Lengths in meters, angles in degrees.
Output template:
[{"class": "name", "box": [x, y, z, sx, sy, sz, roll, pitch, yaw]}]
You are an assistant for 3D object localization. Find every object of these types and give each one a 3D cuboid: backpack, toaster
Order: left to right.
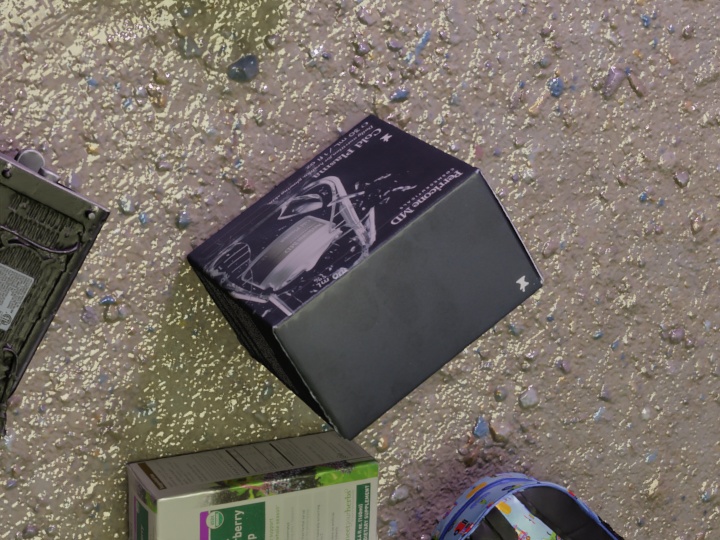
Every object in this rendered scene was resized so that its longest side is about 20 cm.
[{"class": "toaster", "box": [-0.305, -0.009, 1.310, 0.180, 0.119, 0.201, 26, 94, -30]}, {"class": "backpack", "box": [0.136, 0.267, 1.612, 0.183, 0.134, 0.200, -47, 121, -4]}]

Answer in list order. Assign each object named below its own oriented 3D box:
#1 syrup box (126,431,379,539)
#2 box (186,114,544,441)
[{"class": "syrup box", "box": [-0.090, 0.195, 1.508, 0.199, 0.081, 0.079, -7, 109, -25]}, {"class": "box", "box": [0.000, 0.000, 1.417, 0.200, 0.196, 0.124, -38, 120, -10]}]
